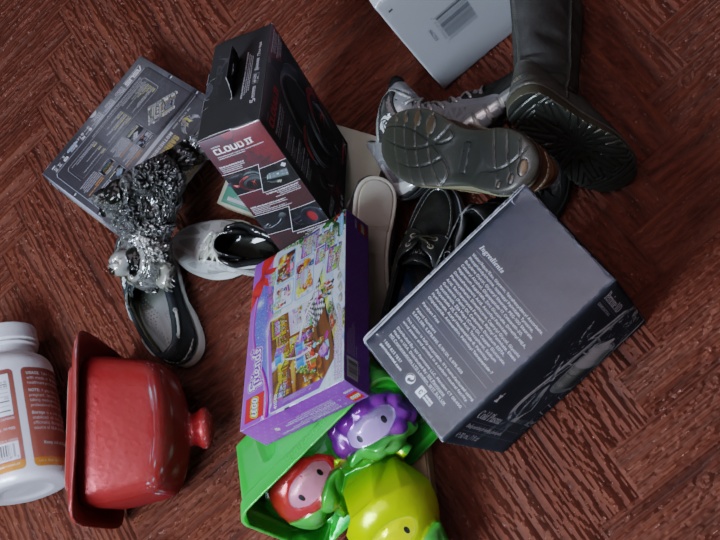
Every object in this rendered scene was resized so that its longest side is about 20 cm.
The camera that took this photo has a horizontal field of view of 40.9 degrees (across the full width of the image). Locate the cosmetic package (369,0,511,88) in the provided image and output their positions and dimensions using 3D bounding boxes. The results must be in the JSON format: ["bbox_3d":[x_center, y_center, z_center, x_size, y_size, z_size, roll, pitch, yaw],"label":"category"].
[{"bbox_3d":[0.053,-0.339,1.026,0.122,0.199,0.201,-38,65,12],"label":"cosmetic package"}]

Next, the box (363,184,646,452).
[{"bbox_3d":[0.139,0.054,0.884,0.197,0.200,0.124,-45,65,9],"label":"box"}]

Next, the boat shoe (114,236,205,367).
[{"bbox_3d":[-0.250,0.025,1.155,0.076,0.060,0.201,-43,63,11],"label":"boat shoe"}]

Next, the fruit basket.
[{"bbox_3d":[-0.001,0.203,0.928,0.213,0.155,0.219,-20,53,29],"label":"fruit basket"}]

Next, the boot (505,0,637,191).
[{"bbox_3d":[0.211,-0.200,0.978,0.072,0.181,0.202,-31,37,34],"label":"boot"}]

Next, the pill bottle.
[{"bbox_3d":[-0.422,0.172,1.172,0.111,0.112,0.203,-24,67,18],"label":"pill bottle"}]

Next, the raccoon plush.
[{"bbox_3d":[-0.209,-0.065,1.098,0.199,0.097,0.135,-34,98,-11],"label":"raccoon plush"}]

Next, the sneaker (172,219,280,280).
[{"bbox_3d":[-0.153,-0.034,1.094,0.197,0.115,0.077,6,79,27],"label":"sneaker"}]

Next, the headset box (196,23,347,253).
[{"bbox_3d":[-0.089,-0.138,0.991,0.074,0.201,0.150,-16,46,20],"label":"headset box"}]

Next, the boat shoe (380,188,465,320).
[{"bbox_3d":[0.066,-0.005,1.001,0.068,0.057,0.203,5,68,24],"label":"boat shoe"}]

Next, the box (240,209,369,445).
[{"bbox_3d":[-0.052,0.053,0.943,0.136,0.039,0.202,-29,43,32],"label":"box"}]

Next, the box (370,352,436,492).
[{"bbox_3d":[-0.008,0.147,1.030,0.161,0.021,0.204,-13,72,22],"label":"box"}]

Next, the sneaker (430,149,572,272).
[{"bbox_3d":[0.140,-0.045,0.963,0.060,0.104,0.201,36,94,27],"label":"sneaker"}]

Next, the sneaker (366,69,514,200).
[{"bbox_3d":[0.086,-0.177,1.025,0.199,0.075,0.116,-40,82,12],"label":"sneaker"}]

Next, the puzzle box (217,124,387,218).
[{"bbox_3d":[-0.064,-0.110,1.122,0.198,0.025,0.135,21,87,28],"label":"puzzle box"}]

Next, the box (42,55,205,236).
[{"bbox_3d":[-0.276,-0.151,1.199,0.157,0.048,0.201,32,80,27],"label":"box"}]

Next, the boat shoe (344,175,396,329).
[{"bbox_3d":[0.000,0.000,1.030,0.066,0.057,0.204,12,85,-9],"label":"boat shoe"}]

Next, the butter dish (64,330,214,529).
[{"bbox_3d":[-0.234,0.177,1.061,0.145,0.200,0.203,-2,74,0],"label":"butter dish"}]

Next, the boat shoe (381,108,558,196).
[{"bbox_3d":[0.105,-0.108,0.946,0.199,0.073,0.077,23,101,43],"label":"boat shoe"}]
